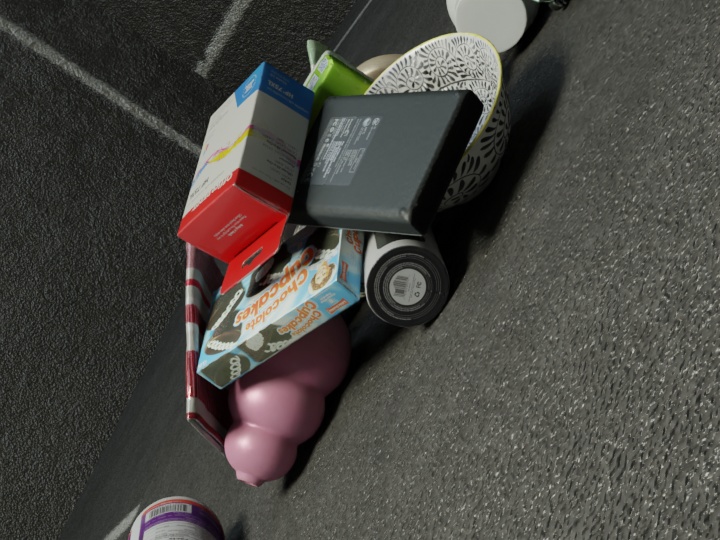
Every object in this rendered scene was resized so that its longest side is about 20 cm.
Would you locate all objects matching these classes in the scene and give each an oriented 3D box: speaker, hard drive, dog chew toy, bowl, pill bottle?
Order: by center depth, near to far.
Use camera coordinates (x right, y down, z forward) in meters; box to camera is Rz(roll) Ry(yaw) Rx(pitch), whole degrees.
[{"bbox_3d":[0.012,-0.105,1.030,0.198,0.033,0.141,7,66,49],"label":"hard drive"},{"bbox_3d":[0.080,-0.126,1.081,0.199,0.094,0.203,-27,43,28],"label":"bowl"},{"bbox_3d":[0.039,-0.016,1.085,0.082,0.080,0.200,-55,12,15],"label":"speaker"},{"bbox_3d":[-0.192,0.322,1.122,0.112,0.110,0.200,-57,12,4],"label":"pill bottle"},{"bbox_3d":[-0.086,0.129,1.157,0.124,0.123,0.203,-25,43,68],"label":"dog chew toy"},{"bbox_3d":[0.159,-0.338,1.290,0.113,0.112,0.201,-50,15,33],"label":"pill bottle"}]

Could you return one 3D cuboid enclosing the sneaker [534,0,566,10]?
[{"bbox_3d":[0.227,-0.344,1.119,0.119,0.073,0.200,-55,1,-13],"label":"sneaker"}]

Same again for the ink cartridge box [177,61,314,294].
[{"bbox_3d":[-0.116,-0.091,1.079,0.116,0.067,0.203,-35,37,45],"label":"ink cartridge box"}]

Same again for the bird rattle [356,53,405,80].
[{"bbox_3d":[0.058,-0.192,1.274,0.201,0.160,0.114,122,154,-50],"label":"bird rattle"}]

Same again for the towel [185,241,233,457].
[{"bbox_3d":[-0.159,0.084,1.173,0.144,0.022,0.204,66,-162,-63],"label":"towel"}]

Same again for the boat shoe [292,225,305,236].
[{"bbox_3d":[-0.089,0.020,1.257,0.067,0.056,0.204,179,101,-88],"label":"boat shoe"}]

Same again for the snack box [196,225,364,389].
[{"bbox_3d":[-0.079,0.025,1.082,0.199,0.037,0.117,-33,33,29],"label":"snack box"}]

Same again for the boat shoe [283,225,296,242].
[{"bbox_3d":[-0.073,-0.103,1.287,0.065,0.070,0.203,-114,28,-58],"label":"boat shoe"}]

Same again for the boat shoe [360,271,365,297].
[{"bbox_3d":[0.000,0.000,1.266,0.200,0.070,0.063,-111,29,-78],"label":"boat shoe"}]

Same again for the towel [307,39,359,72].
[{"bbox_3d":[-0.013,-0.173,1.363,0.023,0.204,0.152,-13,-10,23],"label":"towel"}]

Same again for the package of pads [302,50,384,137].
[{"bbox_3d":[0.003,-0.123,1.195,0.156,0.198,0.068,-55,20,14],"label":"package of pads"}]
